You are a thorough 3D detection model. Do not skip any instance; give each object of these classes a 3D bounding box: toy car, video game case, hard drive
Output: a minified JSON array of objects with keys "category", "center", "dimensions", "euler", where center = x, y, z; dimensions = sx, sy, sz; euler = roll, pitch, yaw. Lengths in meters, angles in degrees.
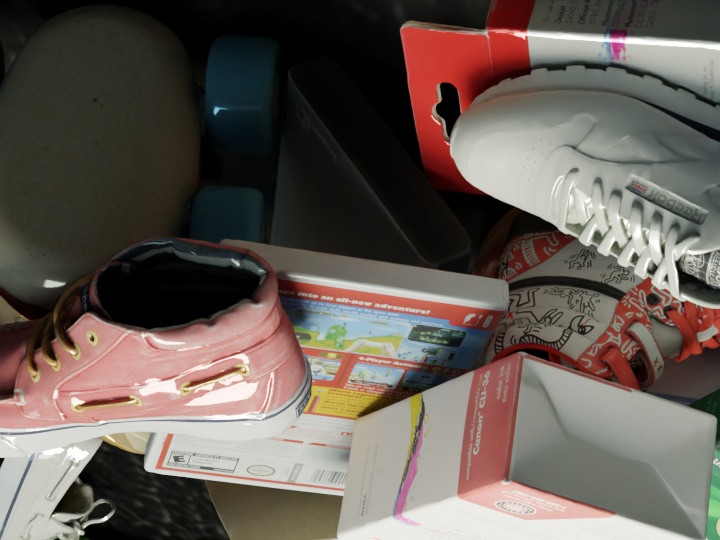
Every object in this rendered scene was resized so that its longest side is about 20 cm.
[{"category":"toy car","center":[-0.135,-0.022,1.060],"dimensions":[0.184,0.177,0.200],"euler":[2,152,3]},{"category":"video game case","center":[-0.023,0.056,0.999],"dimensions":[0.142,0.017,0.200],"euler":[9,144,-13]},{"category":"hard drive","center":[0.000,0.000,1.051],"dimensions":[0.140,0.033,0.200],"euler":[55,155,27]}]

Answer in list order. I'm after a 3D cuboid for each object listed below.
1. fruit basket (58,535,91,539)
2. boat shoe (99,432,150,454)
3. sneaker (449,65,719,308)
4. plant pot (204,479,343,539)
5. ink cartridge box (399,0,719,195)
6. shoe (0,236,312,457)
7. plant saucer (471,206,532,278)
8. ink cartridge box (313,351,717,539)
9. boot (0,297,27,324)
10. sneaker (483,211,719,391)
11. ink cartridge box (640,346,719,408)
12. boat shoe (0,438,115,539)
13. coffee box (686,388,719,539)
[{"category":"fruit basket","center":[-0.159,0.288,1.432],"dimensions":[0.215,0.216,0.156],"euler":[0,137,23]},{"category":"boat shoe","center":[-0.118,0.066,1.177],"dimensions":[0.074,0.069,0.200],"euler":[30,-178,6]},{"category":"sneaker","center":[0.133,-0.031,0.883],"dimensions":[0.199,0.081,0.077],"euler":[13,143,11]},{"category":"plant pot","center":[0.011,0.161,1.207],"dimensions":[0.134,0.200,0.200],"euler":[-33,126,2]},{"category":"ink cartridge box","center":[0.127,-0.089,0.935],"dimensions":[0.199,0.067,0.116],"euler":[6,139,16]},{"category":"shoe","center":[-0.126,0.031,0.910],"dimensions":[0.199,0.072,0.091],"euler":[-1,138,11]},{"category":"plant saucer","center":[0.160,0.020,1.079],"dimensions":[0.200,0.032,0.201],"euler":[12,141,10]},{"category":"ink cartridge box","center":[0.068,0.106,0.974],"dimensions":[0.116,0.068,0.200],"euler":[19,156,-24]},{"category":"boot","center":[-0.185,0.011,1.192],"dimensions":[0.097,0.075,0.200],"euler":[15,152,-9]},{"category":"sneaker","center":[0.160,0.027,0.975],"dimensions":[0.201,0.108,0.067],"euler":[4,139,19]},{"category":"ink cartridge box","center":[0.219,0.111,1.078],"dimensions":[0.136,0.077,0.200],"euler":[7,141,15]},{"category":"boat shoe","center":[-0.217,0.164,1.381],"dimensions":[0.086,0.075,0.202],"euler":[22,132,-7]},{"category":"coffee box","center":[0.195,0.121,1.003],"dimensions":[0.123,0.044,0.200],"euler":[35,139,-18]}]
